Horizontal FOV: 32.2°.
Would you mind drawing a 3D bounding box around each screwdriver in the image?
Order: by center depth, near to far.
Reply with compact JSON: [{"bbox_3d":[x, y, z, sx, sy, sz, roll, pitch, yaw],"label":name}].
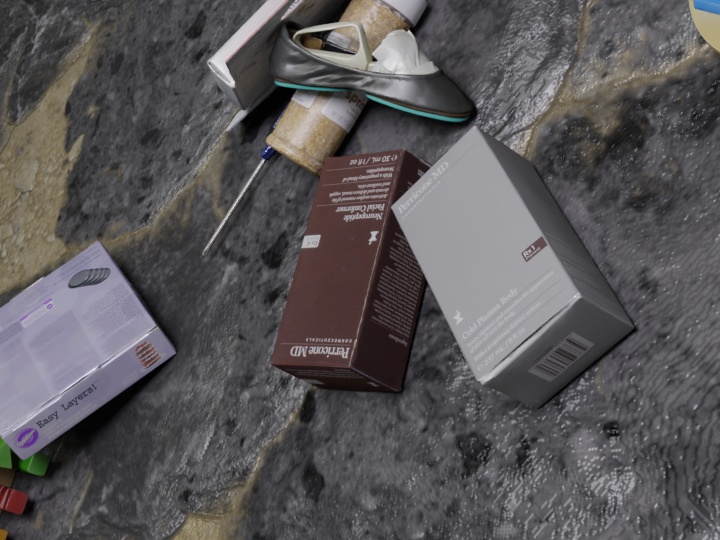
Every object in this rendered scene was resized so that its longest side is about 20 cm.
[{"bbox_3d":[-0.110,-0.102,1.276,0.029,0.028,0.200,38,93,18],"label":"screwdriver"}]

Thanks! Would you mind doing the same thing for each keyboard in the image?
[{"bbox_3d":[-0.066,-0.215,1.291,0.200,0.011,0.056,-40,8,20],"label":"keyboard"}]

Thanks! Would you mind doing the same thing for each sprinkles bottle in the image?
[{"bbox_3d":[-0.014,-0.192,1.209,0.068,0.068,0.200,33,92,47],"label":"sprinkles bottle"}]

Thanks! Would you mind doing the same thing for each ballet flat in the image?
[{"bbox_3d":[0.008,-0.185,1.125,0.199,0.068,0.069,13,116,15],"label":"ballet flat"}]

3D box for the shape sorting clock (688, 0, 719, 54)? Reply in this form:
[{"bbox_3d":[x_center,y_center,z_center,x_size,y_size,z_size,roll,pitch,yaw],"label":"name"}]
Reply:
[{"bbox_3d":[0.338,-0.233,0.921,0.200,0.039,0.201,-23,52,34],"label":"shape sorting clock"}]

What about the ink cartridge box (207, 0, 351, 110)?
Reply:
[{"bbox_3d":[-0.065,-0.256,1.201,0.044,0.174,0.200,44,85,6],"label":"ink cartridge box"}]

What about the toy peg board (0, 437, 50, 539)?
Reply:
[{"bbox_3d":[-0.430,0.234,1.271,0.098,0.200,0.200,5,72,41],"label":"toy peg board"}]

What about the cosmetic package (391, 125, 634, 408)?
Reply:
[{"bbox_3d":[0.114,-0.005,0.975,0.107,0.090,0.200,-45,48,19],"label":"cosmetic package"}]

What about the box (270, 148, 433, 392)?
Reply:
[{"bbox_3d":[0.000,0.000,1.089,0.100,0.075,0.201,-2,68,42],"label":"box"}]

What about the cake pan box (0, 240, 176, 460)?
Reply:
[{"bbox_3d":[-0.314,0.081,1.303,0.200,0.052,0.184,-36,41,-10],"label":"cake pan box"}]
